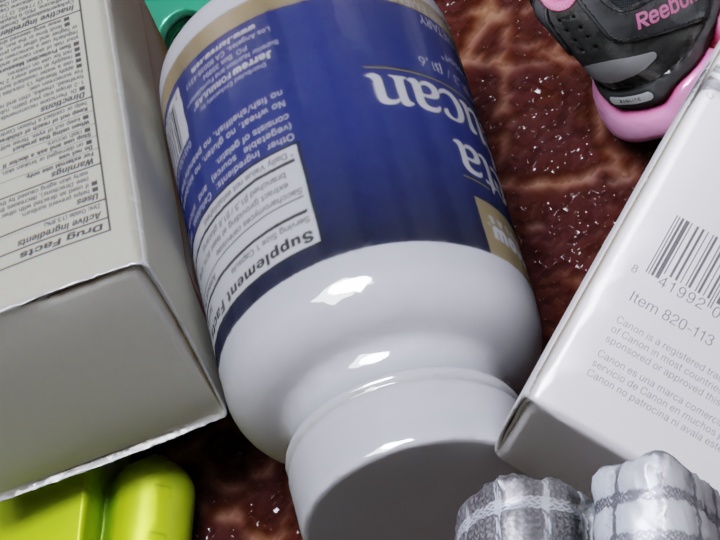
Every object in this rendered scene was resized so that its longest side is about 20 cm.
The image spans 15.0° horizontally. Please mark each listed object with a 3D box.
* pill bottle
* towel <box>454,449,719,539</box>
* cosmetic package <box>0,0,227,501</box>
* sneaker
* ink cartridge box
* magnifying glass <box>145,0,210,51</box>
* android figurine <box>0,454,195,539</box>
[{"bbox_3d":[0.000,0.000,0.944,0.111,0.111,0.201,-24,53,12],"label":"pill bottle"},{"bbox_3d":[0.087,0.162,0.743,0.085,0.200,0.166,-14,57,18],"label":"towel"},{"bbox_3d":[-0.117,-0.028,0.991,0.103,0.087,0.200,-19,44,8],"label":"cosmetic package"},{"bbox_3d":[0.105,-0.150,0.987,0.079,0.095,0.201,-15,52,41],"label":"sneaker"},{"bbox_3d":[0.154,0.001,0.846,0.146,0.083,0.200,30,74,4],"label":"ink cartridge box"},{"bbox_3d":[-0.063,-0.097,1.094,0.199,0.022,0.080,-22,53,13],"label":"magnifying glass"},{"bbox_3d":[-0.145,0.104,0.999,0.181,0.041,0.201,-11,57,22],"label":"android figurine"}]
